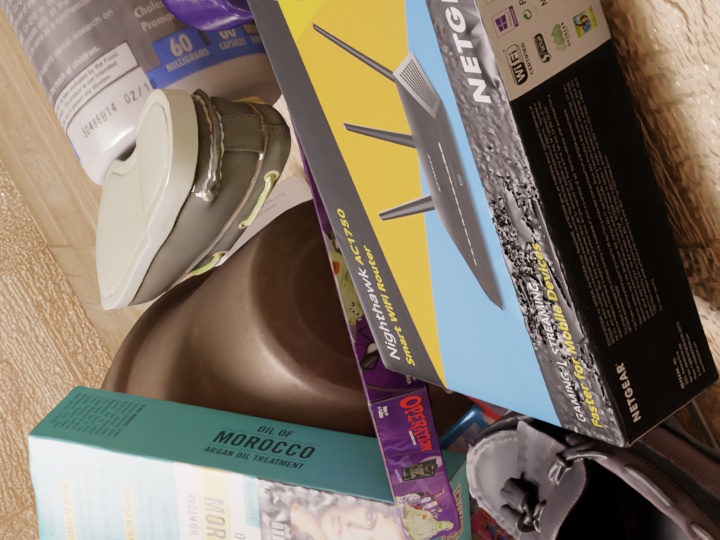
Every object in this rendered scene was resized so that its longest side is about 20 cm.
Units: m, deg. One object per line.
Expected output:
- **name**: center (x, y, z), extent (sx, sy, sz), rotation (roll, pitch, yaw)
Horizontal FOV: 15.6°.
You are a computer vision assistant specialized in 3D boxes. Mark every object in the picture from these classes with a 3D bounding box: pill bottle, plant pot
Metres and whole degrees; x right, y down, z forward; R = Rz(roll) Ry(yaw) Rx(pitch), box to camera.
- **pill bottle**: center (-0.129, -0.155, 1.320), extent (0.201, 0.113, 0.114), rotation (62, 170, 9)
- **plant pot**: center (-0.021, 0.053, 1.266), extent (0.201, 0.199, 0.175), rotation (56, 151, 19)

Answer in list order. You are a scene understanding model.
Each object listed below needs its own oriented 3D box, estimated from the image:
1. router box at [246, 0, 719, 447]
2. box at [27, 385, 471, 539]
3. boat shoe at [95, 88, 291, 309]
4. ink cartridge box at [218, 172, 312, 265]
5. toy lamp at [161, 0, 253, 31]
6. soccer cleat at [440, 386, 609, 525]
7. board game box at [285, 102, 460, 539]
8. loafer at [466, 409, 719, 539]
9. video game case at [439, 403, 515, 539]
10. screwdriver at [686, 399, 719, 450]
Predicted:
- **router box**: center (0.034, -0.048, 0.907), extent (0.149, 0.051, 0.201), rotation (15, 131, 55)
- **box**: center (-0.049, 0.113, 1.182), extent (0.198, 0.049, 0.083), rotation (8, 119, 22)
- **boat shoe**: center (-0.084, -0.029, 1.236), extent (0.202, 0.060, 0.073), rotation (132, 135, -66)
- **ink cartridge box**: center (-0.005, 0.060, 1.458), extent (0.201, 0.068, 0.115), rotation (55, 169, 27)
- **toy lamp**: center (-0.083, -0.139, 1.154), extent (0.200, 0.058, 0.058), rotation (26, 145, 63)
- **soccer cleat**: center (0.085, 0.048, 1.060), extent (0.201, 0.066, 0.077), rotation (57, 146, 28)
- **board game box**: center (0.000, 0.000, 1.099), extent (0.120, 0.032, 0.201), rotation (83, 173, -56)
- **loafer**: center (0.096, 0.090, 0.951), extent (0.199, 0.063, 0.072), rotation (15, 118, 52)
- **video game case**: center (0.045, 0.168, 1.205), extent (0.143, 0.200, 0.018), rotation (45, -147, 2)
- **screwdriver**: center (0.127, 0.055, 0.976), extent (0.201, 0.028, 0.029), rotation (59, -160, -26)
